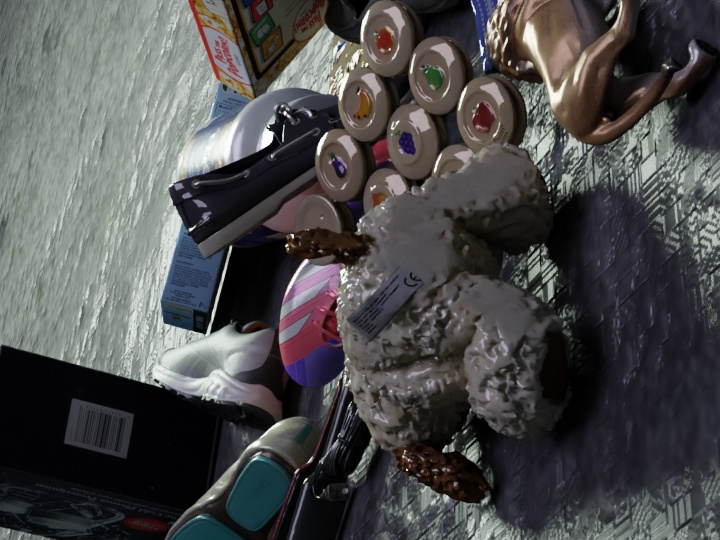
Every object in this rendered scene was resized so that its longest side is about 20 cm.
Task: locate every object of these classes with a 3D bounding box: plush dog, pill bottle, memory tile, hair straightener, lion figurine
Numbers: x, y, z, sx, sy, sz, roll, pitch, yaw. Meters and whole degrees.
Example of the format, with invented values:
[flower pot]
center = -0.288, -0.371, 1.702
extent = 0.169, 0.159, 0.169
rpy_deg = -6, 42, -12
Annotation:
[plush dog]
center = 0.034, 0.040, 1.178
extent = 0.172, 0.160, 0.200
rpy_deg = 94, 174, -47
[pill bottle]
center = -0.063, -0.080, 1.536
extent = 0.200, 0.111, 0.111
rpy_deg = -12, 63, 67
[memory tile]
center = 0.027, -0.062, 1.293
extent = 0.153, 0.017, 0.200
rpy_deg = 43, 128, 34
[hair straightener]
center = -0.010, 0.134, 1.349
extent = 0.200, 0.041, 0.077
rpy_deg = -65, 21, 7
[lion figurine]
center = 0.126, -0.125, 1.137
extent = 0.123, 0.072, 0.200
rpy_deg = -54, 24, 27

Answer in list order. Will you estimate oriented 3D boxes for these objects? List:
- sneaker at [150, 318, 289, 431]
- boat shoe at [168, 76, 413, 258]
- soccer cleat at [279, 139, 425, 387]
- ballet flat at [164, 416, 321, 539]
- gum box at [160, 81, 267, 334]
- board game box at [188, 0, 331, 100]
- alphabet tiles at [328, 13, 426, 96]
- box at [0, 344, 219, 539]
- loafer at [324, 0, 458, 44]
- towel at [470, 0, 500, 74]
[sneaker]
center = -0.104, 0.078, 1.593
extent = 0.200, 0.074, 0.079
rpy_deg = 3, 67, 63
[boat shoe]
center = -0.045, -0.090, 1.397
extent = 0.200, 0.063, 0.073
rpy_deg = -37, 0, -9
[soccer cleat]
center = 0.000, 0.000, 1.385
extent = 0.200, 0.067, 0.076
rpy_deg = -64, 26, 16
[ballet flat]
center = -0.082, 0.175, 1.483
extent = 0.200, 0.067, 0.062
rpy_deg = -46, 5, 44
[gum box]
center = -0.126, -0.054, 1.712
extent = 0.170, 0.044, 0.200
rpy_deg = 122, 163, -81
[board game box]
center = -0.068, -0.245, 1.523
extent = 0.152, 0.046, 0.200
rpy_deg = -50, -26, -19
[alphabet tiles]
center = 0.015, -0.225, 1.602
extent = 0.167, 0.008, 0.200
rpy_deg = -47, 32, 50
[box]
center = -0.247, 0.159, 1.698
extent = 0.182, 0.200, 0.104
rpy_deg = 144, 138, -59
[loafer]
center = 0.012, -0.215, 1.489
extent = 0.200, 0.070, 0.070
rpy_deg = -16, 60, 66
[towel]
center = 0.114, -0.234, 1.271
extent = 0.200, 0.024, 0.145
rpy_deg = -45, 52, 52
